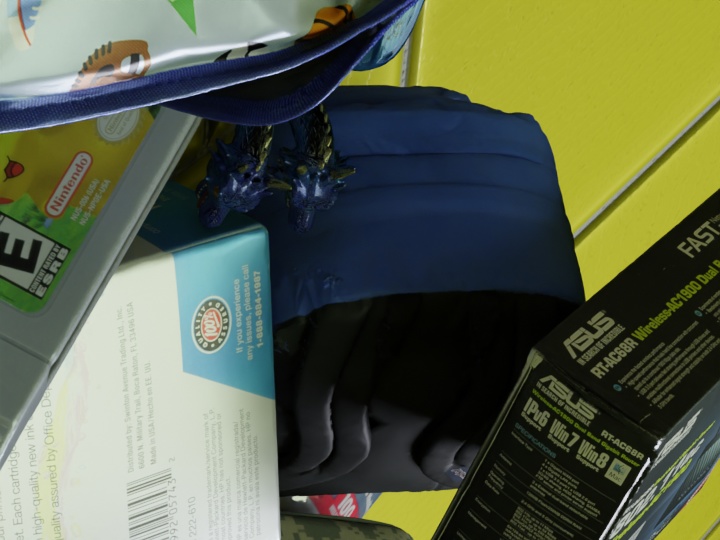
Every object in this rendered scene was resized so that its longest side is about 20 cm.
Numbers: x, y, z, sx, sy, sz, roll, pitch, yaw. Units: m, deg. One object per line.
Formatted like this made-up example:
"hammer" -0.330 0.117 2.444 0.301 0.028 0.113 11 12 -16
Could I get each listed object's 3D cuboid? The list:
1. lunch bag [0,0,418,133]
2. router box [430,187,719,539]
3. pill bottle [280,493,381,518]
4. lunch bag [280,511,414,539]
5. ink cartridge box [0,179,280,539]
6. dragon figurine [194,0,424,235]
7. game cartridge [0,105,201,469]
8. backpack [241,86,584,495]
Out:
"lunch bag" -0.086 -0.111 0.718 0.200 0.170 0.124 -17 113 -41
"router box" 0.109 0.063 0.961 0.200 0.062 0.150 -36 156 -51
"pill bottle" -0.010 0.046 1.187 0.200 0.119 0.120 -49 154 -25
"lunch bag" -0.046 0.224 1.077 0.139 0.168 0.200 8 142 -35
"ink cartridge box" -0.136 0.061 0.894 0.200 0.085 0.145 -18 118 -34
"dragon figurine" -0.013 -0.110 0.876 0.059 0.099 0.200 13 112 -38
"game cartridge" -0.136 -0.042 0.807 0.200 0.133 0.040 -63 178 -24
"backpack" 0.000 0.000 1.023 0.162 0.168 0.200 -6 158 -15
